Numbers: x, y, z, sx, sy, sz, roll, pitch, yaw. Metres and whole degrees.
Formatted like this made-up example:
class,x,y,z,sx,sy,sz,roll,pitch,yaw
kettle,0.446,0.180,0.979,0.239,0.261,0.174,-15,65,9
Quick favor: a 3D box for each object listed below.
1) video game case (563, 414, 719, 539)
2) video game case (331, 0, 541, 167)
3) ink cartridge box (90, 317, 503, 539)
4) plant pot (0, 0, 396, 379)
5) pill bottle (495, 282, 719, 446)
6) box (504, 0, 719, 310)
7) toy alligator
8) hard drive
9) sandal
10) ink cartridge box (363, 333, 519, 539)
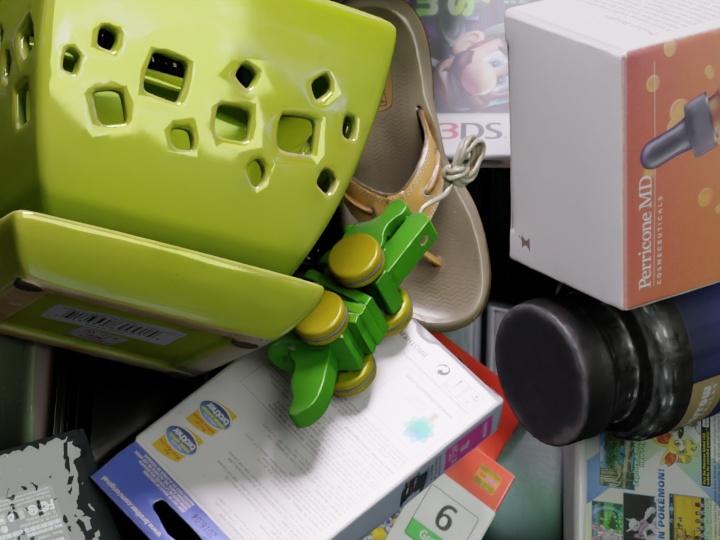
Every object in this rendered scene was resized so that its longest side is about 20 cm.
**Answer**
class,x,y,z,sx,sy,sz,roll,pitch,yaw
video game case,0.206,0.157,1.628,0.182,0.022,0.200,9,72,-22
video game case,0.045,-0.157,1.594,0.182,0.023,0.200,0,71,8
ink cartridge box,-0.034,0.098,1.474,0.200,0.042,0.119,-36,66,-23
plant pot,-0.116,-0.051,1.445,0.200,0.199,0.182,15,74,-20
pill bottle,0.182,0.035,1.577,0.200,0.112,0.112,-17,83,-31
box,0.191,-0.083,1.516,0.200,0.106,0.152,-17,116,-31
toy alligator,0.000,0.000,1.476,0.200,0.054,0.059,-58,143,-24
hard drive,-0.180,0.197,1.428,0.140,0.033,0.200,-15,81,-28
sandal,0.019,-0.061,1.531,0.080,0.054,0.200,-12,91,9
ink cartridge box,0.023,0.118,1.537,0.109,0.050,0.200,37,63,-10
